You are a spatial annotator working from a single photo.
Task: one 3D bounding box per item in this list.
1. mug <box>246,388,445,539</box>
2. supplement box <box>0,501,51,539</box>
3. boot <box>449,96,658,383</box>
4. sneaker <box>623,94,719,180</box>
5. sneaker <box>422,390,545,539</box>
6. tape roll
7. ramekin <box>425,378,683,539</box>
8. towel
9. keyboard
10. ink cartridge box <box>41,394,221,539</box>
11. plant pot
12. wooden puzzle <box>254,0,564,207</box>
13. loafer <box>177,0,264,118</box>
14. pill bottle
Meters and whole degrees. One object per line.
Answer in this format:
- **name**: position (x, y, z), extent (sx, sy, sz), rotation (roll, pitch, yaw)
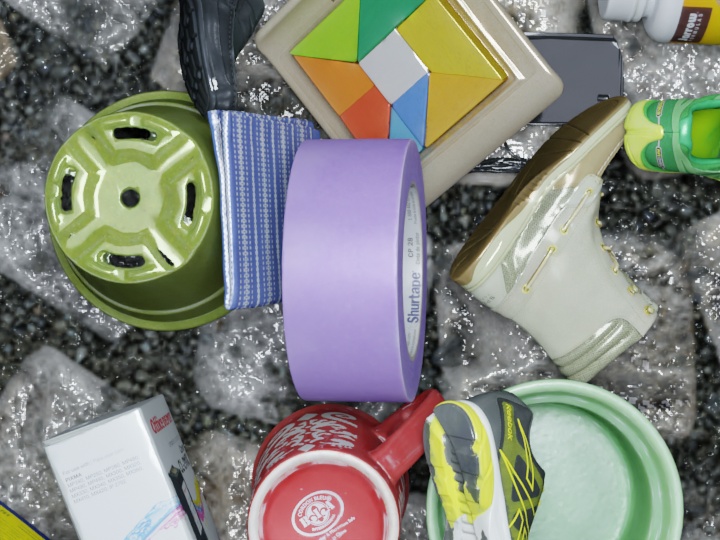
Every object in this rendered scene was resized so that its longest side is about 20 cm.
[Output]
- **mug**: position (-0.018, 0.158, 1.068), extent (0.133, 0.200, 0.178), rotation (23, 90, 1)
- **supplement box**: position (-0.314, 0.249, 1.069), extent (0.109, 0.200, 0.110), rotation (37, 90, 1)
- **boot**: position (0.188, -0.024, 1.124), extent (0.155, 0.072, 0.200), rotation (41, 87, -13)
- **sneaker**: position (0.300, -0.102, 1.103), extent (0.199, 0.083, 0.075), rotation (-6, 99, -32)
- **sneaker**: position (0.106, 0.183, 1.031), extent (0.084, 0.074, 0.201), rotation (-20, 110, -37)
- **tape roll**: position (0.000, 0.000, 1.064), extent (0.084, 0.200, 0.202), rotation (1, 90, 10)
- **ramekin**: position (0.149, 0.184, 1.118), extent (0.198, 0.098, 0.202), rotation (0, 90, 0)
- **towel**: position (-0.069, -0.047, 1.074), extent (0.024, 0.200, 0.146), rotation (-3, 91, 18)
- **keyboard**: position (0.119, -0.134, 1.160), extent (0.198, 0.021, 0.128), rotation (1, 89, 1)
- **ink cartridge box**: position (-0.164, 0.206, 1.095), extent (0.082, 0.146, 0.201), rotation (-22, 90, -1)
- **plant pot**: position (-0.162, -0.049, 1.076), extent (0.199, 0.190, 0.202), rotation (0, 90, 0)
- **wooden puzzle**: position (0.033, -0.163, 1.111), extent (0.185, 0.037, 0.200), rotation (-39, 94, 28)
- **loafer**: position (-0.109, -0.205, 1.105), extent (0.070, 0.068, 0.202), rotation (2, 56, -17)
- **pill bottle**: position (0.294, -0.235, 1.115), extent (0.198, 0.109, 0.110), rotation (3, 90, 1)
